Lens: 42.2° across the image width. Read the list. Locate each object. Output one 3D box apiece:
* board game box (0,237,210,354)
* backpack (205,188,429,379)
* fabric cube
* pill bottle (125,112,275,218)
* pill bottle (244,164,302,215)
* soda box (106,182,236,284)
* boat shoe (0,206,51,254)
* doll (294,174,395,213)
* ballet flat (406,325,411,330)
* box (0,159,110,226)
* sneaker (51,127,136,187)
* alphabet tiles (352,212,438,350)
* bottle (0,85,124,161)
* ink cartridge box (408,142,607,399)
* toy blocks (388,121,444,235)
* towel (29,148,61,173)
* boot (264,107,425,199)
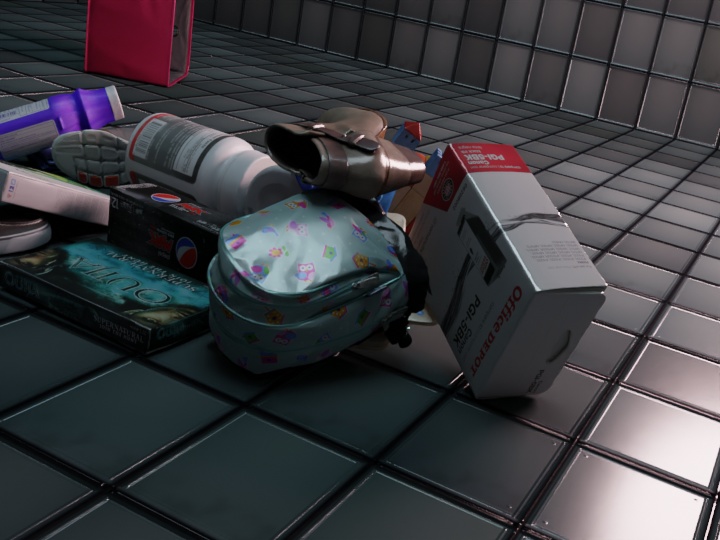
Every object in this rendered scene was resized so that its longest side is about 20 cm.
[{"bbox_3d":[-0.236,0.020,0.916,0.197,0.029,0.135,20,20,25],"label":"board game box"},{"bbox_3d":[-0.051,0.007,0.862,0.197,0.129,0.166,-22,45,-33],"label":"backpack"},{"bbox_3d":[-0.503,-0.548,2.141,0.194,0.201,0.201,9,19,1],"label":"fabric cube"},{"bbox_3d":[-0.204,-0.129,1.226,0.197,0.116,0.113,22,22,29],"label":"pill bottle"},{"bbox_3d":[-0.050,-0.088,1.198,0.110,0.114,0.199,20,20,27],"label":"pill bottle"},{"bbox_3d":[-0.194,-0.036,1.031,0.197,0.072,0.063,23,23,33],"label":"soda box"},{"bbox_3d":[-0.421,-0.052,0.976,0.197,0.058,0.068,-5,23,-37],"label":"boat shoe"},{"bbox_3d":[-0.014,-0.088,1.026,0.134,0.049,0.202,-28,48,-1],"label":"doll"},{"bbox_3d":[0.000,0.000,1.048,0.074,0.065,0.199,-1,23,-33],"label":"ballet flat"},{"bbox_3d":[-0.380,-0.097,1.074,0.142,0.037,0.199,20,1,26],"label":"box"},{"bbox_3d":[-0.343,-0.165,1.315,0.197,0.079,0.082,-1,22,-37],"label":"sneaker"},{"bbox_3d":[-0.007,0.003,0.980,0.191,0.015,0.202,6,43,5],"label":"alphabet tiles"},{"bbox_3d":[-0.431,-0.206,1.300,0.196,0.067,0.083,-20,21,-13],"label":"bottle"},{"bbox_3d":[0.129,-0.002,0.894,0.081,0.149,0.202,-1,44,-26],"label":"ink cartridge box"},{"bbox_3d":[0.077,-0.087,1.109,0.198,0.137,0.100,36,24,-12],"label":"toy blocks"},{"bbox_3d":[-0.392,-0.167,1.389,0.196,0.024,0.144,0,20,-34],"label":"towel"},{"bbox_3d":[-0.033,-0.125,0.927,0.144,0.072,0.199,-1,21,-39],"label":"boot"}]
